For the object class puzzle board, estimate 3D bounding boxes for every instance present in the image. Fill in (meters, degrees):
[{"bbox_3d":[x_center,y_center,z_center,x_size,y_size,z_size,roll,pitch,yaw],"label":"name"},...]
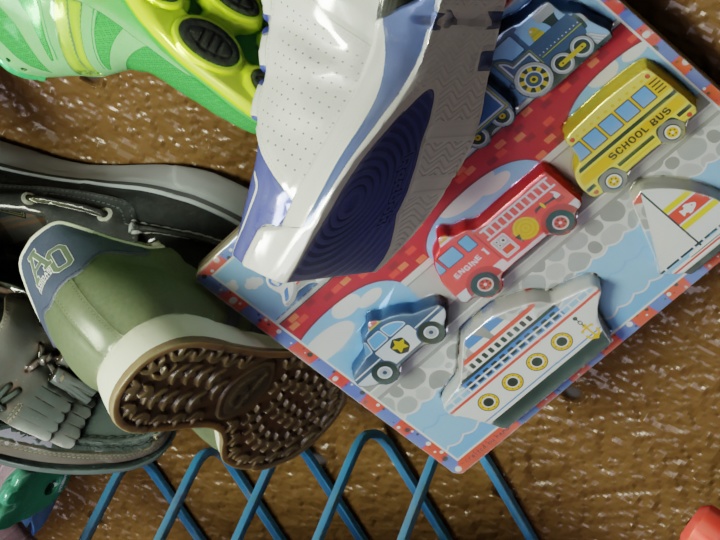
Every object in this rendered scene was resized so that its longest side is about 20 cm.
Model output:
[{"bbox_3d":[0.056,-0.016,0.969,0.150,0.017,0.200,38,116,-24],"label":"puzzle board"}]

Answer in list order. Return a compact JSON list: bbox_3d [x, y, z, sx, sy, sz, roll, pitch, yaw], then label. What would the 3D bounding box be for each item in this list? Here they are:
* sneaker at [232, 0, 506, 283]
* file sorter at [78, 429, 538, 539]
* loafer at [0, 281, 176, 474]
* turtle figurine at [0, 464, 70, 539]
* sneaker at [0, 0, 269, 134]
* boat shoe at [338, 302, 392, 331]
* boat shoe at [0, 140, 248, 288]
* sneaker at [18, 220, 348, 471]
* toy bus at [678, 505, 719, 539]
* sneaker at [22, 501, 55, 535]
[{"bbox_3d":[-0.009,-0.104,0.902,0.115,0.080,0.201,30,106,29],"label":"sneaker"},{"bbox_3d":[-0.025,0.157,1.165,0.199,0.123,0.139,-8,129,32],"label":"file sorter"},{"bbox_3d":[-0.171,0.033,1.064,0.199,0.072,0.063,20,158,-2],"label":"loafer"},{"bbox_3d":[-0.223,0.066,1.155,0.200,0.101,0.150,36,153,21],"label":"turtle figurine"},{"bbox_3d":[-0.100,-0.110,0.973,0.199,0.074,0.084,31,143,11],"label":"sneaker"},{"bbox_3d":[0.000,0.000,1.032,0.070,0.070,0.201,-3,133,19],"label":"boat shoe"},{"bbox_3d":[-0.123,-0.011,1.089,0.199,0.057,0.069,12,136,14],"label":"boat shoe"},{"bbox_3d":[-0.074,0.024,1.033,0.067,0.200,0.090,-46,69,8],"label":"sneaker"},{"bbox_3d":[0.215,0.178,1.080,0.191,0.136,0.201,31,142,13],"label":"toy bus"},{"bbox_3d":[-0.236,0.133,1.273,0.199,0.079,0.066,-19,125,39],"label":"sneaker"}]
